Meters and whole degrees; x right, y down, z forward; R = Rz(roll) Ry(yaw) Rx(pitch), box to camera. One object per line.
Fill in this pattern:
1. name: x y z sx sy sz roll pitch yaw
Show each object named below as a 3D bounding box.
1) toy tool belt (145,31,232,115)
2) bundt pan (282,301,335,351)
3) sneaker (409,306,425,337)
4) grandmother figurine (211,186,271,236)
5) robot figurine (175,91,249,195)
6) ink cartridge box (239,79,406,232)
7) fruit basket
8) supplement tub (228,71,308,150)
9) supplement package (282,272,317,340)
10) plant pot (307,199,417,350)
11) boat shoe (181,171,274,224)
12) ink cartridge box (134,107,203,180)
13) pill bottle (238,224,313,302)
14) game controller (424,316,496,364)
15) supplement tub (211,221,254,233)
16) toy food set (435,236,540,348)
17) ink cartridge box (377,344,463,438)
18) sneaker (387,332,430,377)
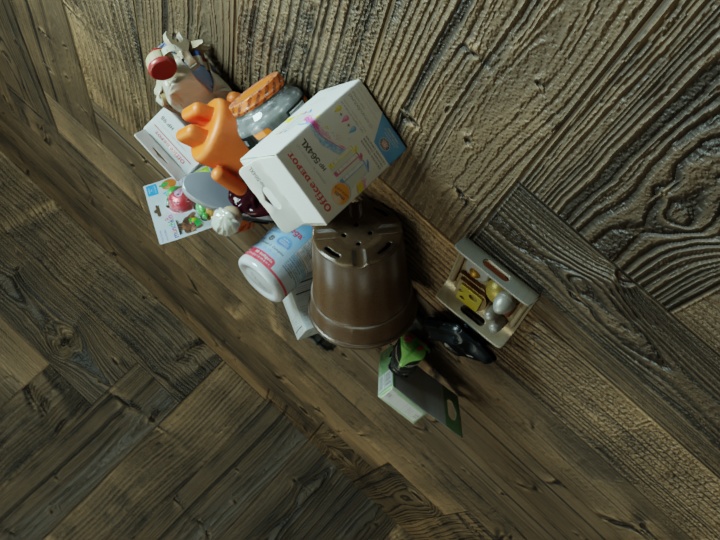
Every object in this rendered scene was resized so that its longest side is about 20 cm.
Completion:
1. toy tool belt: -0.306 -0.341 1.352 0.200 0.125 0.123 37 -156 -60
2. bundt pan: -0.091 0.073 1.717 0.202 0.076 0.202 50 -168 -15
3. sneaker: 0.031 0.064 1.520 0.200 0.060 0.104 13 142 3
4. grandmother figurine: -0.184 -0.135 1.410 0.121 0.200 0.061 31 156 32
5. robot figurine: -0.206 -0.214 1.336 0.200 0.144 0.117 18 131 -31
6. ink cartridge box: -0.062 -0.158 1.144 0.129 0.200 0.125 53 158 -22
7. fruit basket: -0.317 -0.148 1.556 0.094 0.200 0.185 88 162 -47
8. supplement tub: -0.111 -0.204 1.256 0.200 0.123 0.122 53 157 -21
9. supplement package: -0.103 0.020 1.576 0.114 0.109 0.200 133 117 -71
10. plant pot: 0.000 0.000 1.363 0.200 0.200 0.198 33 149 27
11. boat shoe: -0.236 -0.127 1.462 0.200 0.070 0.066 9 156 -26
12. ink cartridge box: -0.316 -0.250 1.461 0.116 0.067 0.200 48 -157 -9
13. pill bottle: -0.120 -0.045 1.460 0.109 0.200 0.109 37 158 18
14. game controller: 0.177 0.124 1.425 0.104 0.042 0.200 32 174 -8
15. supplement tub: -0.307 -0.146 1.725 0.200 0.123 0.123 16 146 50
16. toy food set: 0.191 0.043 1.252 0.143 0.060 0.200 39 158 13
17. ink cartridge box: 0.123 0.261 1.646 0.200 0.048 0.146 41 -157 -19
18. sneaker: 0.089 0.169 1.593 0.077 0.084 0.200 40 -175 10
